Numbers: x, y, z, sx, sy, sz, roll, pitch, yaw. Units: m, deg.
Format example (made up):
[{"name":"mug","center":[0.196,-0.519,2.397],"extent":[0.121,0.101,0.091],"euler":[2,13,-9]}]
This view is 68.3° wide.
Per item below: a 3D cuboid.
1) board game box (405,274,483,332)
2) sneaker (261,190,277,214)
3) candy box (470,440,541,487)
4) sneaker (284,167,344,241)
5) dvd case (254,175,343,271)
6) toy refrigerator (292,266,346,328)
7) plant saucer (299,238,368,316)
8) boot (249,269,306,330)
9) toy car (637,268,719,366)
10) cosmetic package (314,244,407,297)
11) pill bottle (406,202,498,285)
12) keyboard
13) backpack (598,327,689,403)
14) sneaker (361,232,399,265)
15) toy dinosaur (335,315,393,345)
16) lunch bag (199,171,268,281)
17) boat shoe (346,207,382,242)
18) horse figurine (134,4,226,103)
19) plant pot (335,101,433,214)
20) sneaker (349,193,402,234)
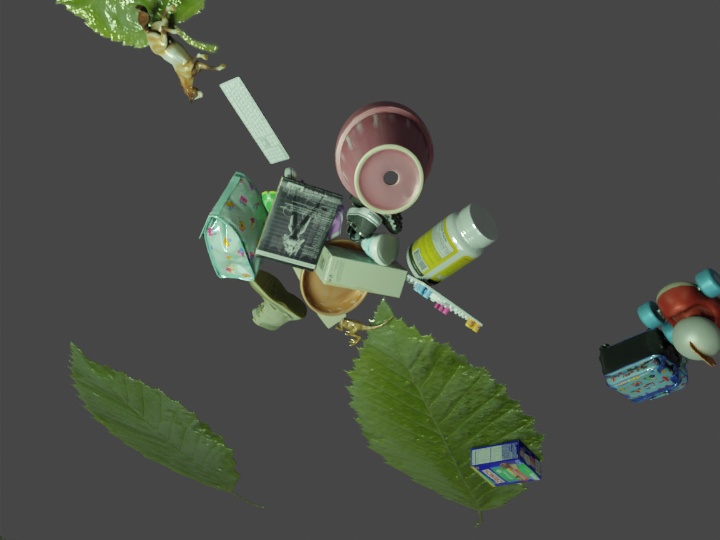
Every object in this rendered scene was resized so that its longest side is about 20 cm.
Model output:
[{"name":"board game box","center":[0.180,0.070,1.305],"extent":[0.198,0.200,0.026],"euler":[34,89,-20]},{"name":"sneaker","center":[-0.183,-0.105,1.282],"extent":[0.073,0.084,0.202],"euler":[-4,133,20]},{"name":"candy box","center":[0.523,0.701,1.920],"extent":[0.198,0.078,0.169],"euler":[-24,125,36]},{"name":"sneaker","center":[-0.101,-0.159,1.230],"extent":[0.112,0.073,0.203],"euler":[-17,126,4]},{"name":"dvd case","center":[-0.141,-0.100,1.206],"extent":[0.146,0.016,0.202],"euler":[14,115,-23]},{"name":"toy refrigerator","center":[-0.106,0.052,1.416],"extent":[0.069,0.076,0.202],"euler":[-33,131,-12]},{"name":"plant saucer","center":[-0.062,0.015,1.336],"extent":[0.197,0.037,0.204],"euler":[-10,114,-24]},{"name":"boot","center":[-0.270,0.092,1.521],"extent":[0.153,0.073,0.200],"euler":[-26,124,38]},{"name":"toy car","center":[0.759,0.140,1.188],"extent":[0.175,0.202,0.184],"euler":[30,135,-16]},{"name":"cosmetic package","center":[0.000,0.000,1.268],"extent":[0.196,0.104,0.074],"euler":[12,105,-21]},{"name":"pill bottle","center":[0.207,-0.059,1.201],"extent":[0.114,0.116,0.199],"euler":[34,134,-20]},{"name":"keyboard","center":[-0.223,-0.315,1.132],"extent":[0.055,0.011,0.201],"euler":[-12,130,26]},{"name":"backpack","center":[0.745,0.259,1.366],"extent":[0.198,0.136,0.182],"euler":[32,135,-22]},{"name":"sneaker","center":[0.034,-0.051,1.220],"extent":[0.080,0.076,0.200],"euler":[5,180,15]},{"name":"toy dinosaur","center":[-0.011,0.164,1.528],"extent":[0.196,0.061,0.107],"euler":[12,135,3]},{"name":"lunch bag","center":[-0.290,-0.105,1.247],"extent":[0.119,0.172,0.202],"euler":[3,135,16]},{"name":"boat shoe","center":[-0.002,-0.094,1.180],"extent":[0.069,0.067,0.200],"euler":[34,176,-14]},{"name":"horse figurine","center":[-0.353,-0.424,1.019],"extent":[0.131,0.051,0.200],"euler":[-2,145,42]},{"name":"plant pot","center":[0.047,-0.201,1.009],"extent":[0.196,0.180,0.203],"euler":[0,119,-1]},{"name":"sneaker","center":[0.024,-0.160,1.186],"extent":[0.089,0.067,0.201],"euler":[-13,126,31]}]
